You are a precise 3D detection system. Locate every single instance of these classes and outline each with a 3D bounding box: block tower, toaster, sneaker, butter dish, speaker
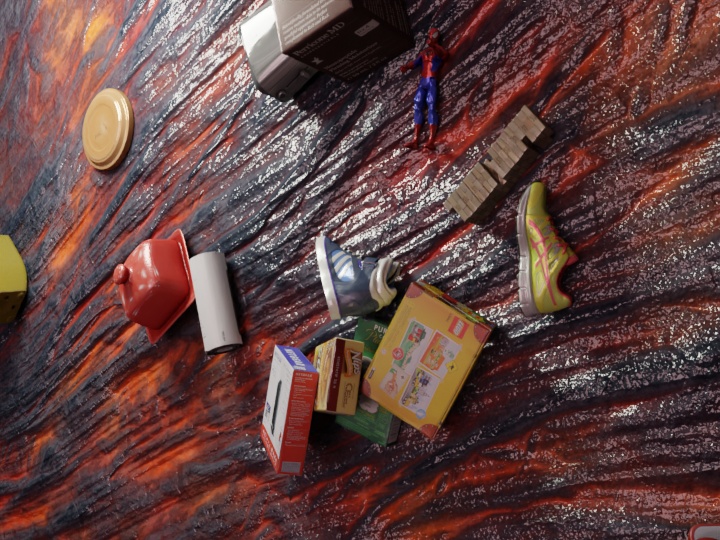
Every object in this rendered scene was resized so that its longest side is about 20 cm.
[{"bbox_3d":[0.221,-0.160,1.142,0.201,0.053,0.058,-50,61,24],"label":"block tower"},{"bbox_3d":[-0.155,-0.446,1.405,0.127,0.113,0.205,-28,69,27],"label":"toaster"},{"bbox_3d":[0.000,0.000,1.295,0.142,0.082,0.203,-14,41,0],"label":"sneaker"},{"bbox_3d":[0.285,-0.034,1.082,0.088,0.078,0.207,-2,91,27],"label":"sneaker"},{"bbox_3d":[-0.471,0.023,1.570,0.199,0.146,0.203,-41,53,26],"label":"butter dish"},{"bbox_3d":[-0.304,0.067,1.499,0.080,0.080,0.206,-24,73,32],"label":"speaker"}]

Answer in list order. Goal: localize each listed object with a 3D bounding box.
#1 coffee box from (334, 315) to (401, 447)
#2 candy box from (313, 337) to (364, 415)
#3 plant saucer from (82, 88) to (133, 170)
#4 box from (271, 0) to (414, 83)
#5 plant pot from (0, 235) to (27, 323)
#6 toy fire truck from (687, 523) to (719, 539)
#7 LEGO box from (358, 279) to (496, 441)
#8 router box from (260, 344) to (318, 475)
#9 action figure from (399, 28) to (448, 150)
[{"bbox_3d":[0.031,0.192,1.265,0.121,0.043,0.206,17,97,35],"label":"coffee box"},{"bbox_3d":[-0.046,0.186,1.234,0.200,0.054,0.119,142,138,-73],"label":"candy box"},{"bbox_3d":[-0.644,-0.357,1.808,0.196,0.032,0.207,-3,85,37],"label":"plant saucer"},{"bbox_3d":[-0.034,-0.462,1.261,0.163,0.198,0.169,-20,76,33],"label":"box"},{"bbox_3d":[-1.041,0.041,1.986,0.199,0.193,0.198,40,110,21],"label":"plant pot"},{"bbox_3d":[0.482,0.415,0.870,0.163,0.113,0.204,-4,51,11],"label":"toy fire truck"},{"bbox_3d":[0.107,0.141,1.159,0.147,0.077,0.204,30,101,14],"label":"LEGO box"},{"bbox_3d":[-0.133,0.250,1.315,0.200,0.047,0.185,-160,79,-73],"label":"router box"},{"bbox_3d":[0.103,-0.317,1.217,0.064,0.098,0.207,8,89,34],"label":"action figure"}]
